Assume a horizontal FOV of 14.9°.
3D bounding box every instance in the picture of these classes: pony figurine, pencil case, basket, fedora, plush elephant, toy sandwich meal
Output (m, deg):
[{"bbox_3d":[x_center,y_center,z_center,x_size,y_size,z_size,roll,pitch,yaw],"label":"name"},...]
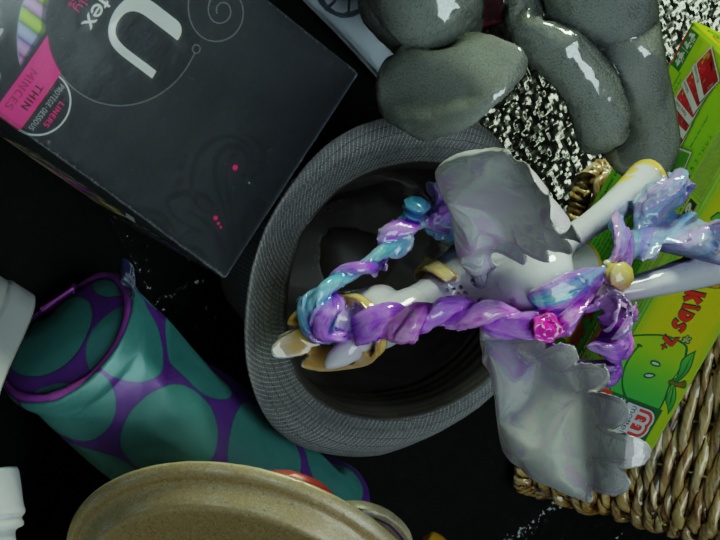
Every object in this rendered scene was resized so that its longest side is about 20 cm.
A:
[{"bbox_3d":[0.079,0.009,1.292,0.200,0.193,0.167,-22,104,-35],"label":"pony figurine"},{"bbox_3d":[-0.085,0.082,1.379,0.085,0.093,0.200,-32,125,22],"label":"pencil case"},{"bbox_3d":[0.191,0.043,1.544,0.143,0.149,0.200,-9,111,-62],"label":"basket"},{"bbox_3d":[0.000,0.000,1.403,0.200,0.090,0.177,-12,111,-34],"label":"fedora"},{"bbox_3d":[0.068,-0.136,1.355,0.154,0.200,0.165,-8,73,9],"label":"plush elephant"},{"bbox_3d":[-0.051,0.145,1.321,0.205,0.205,0.070,52,37,-30],"label":"toy sandwich meal"}]

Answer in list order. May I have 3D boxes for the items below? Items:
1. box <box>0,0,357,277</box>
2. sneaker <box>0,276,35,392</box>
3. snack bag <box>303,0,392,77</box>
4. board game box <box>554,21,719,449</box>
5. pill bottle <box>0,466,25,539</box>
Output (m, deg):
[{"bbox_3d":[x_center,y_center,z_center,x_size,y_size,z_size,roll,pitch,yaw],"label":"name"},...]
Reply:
[{"bbox_3d":[-0.122,-0.105,1.294,0.200,0.106,0.122,36,84,-33],"label":"box"},{"bbox_3d":[-0.210,0.055,1.254,0.085,0.200,0.073,35,116,-16],"label":"sneaker"},{"bbox_3d":[0.022,-0.213,1.400,0.189,0.021,0.200,-52,123,-8],"label":"snack bag"},{"bbox_3d":[0.160,-0.017,1.419,0.048,0.102,0.200,21,107,-25],"label":"board game box"},{"bbox_3d":[-0.193,0.197,1.313,0.111,0.111,0.200,-4,86,-29],"label":"pill bottle"}]
